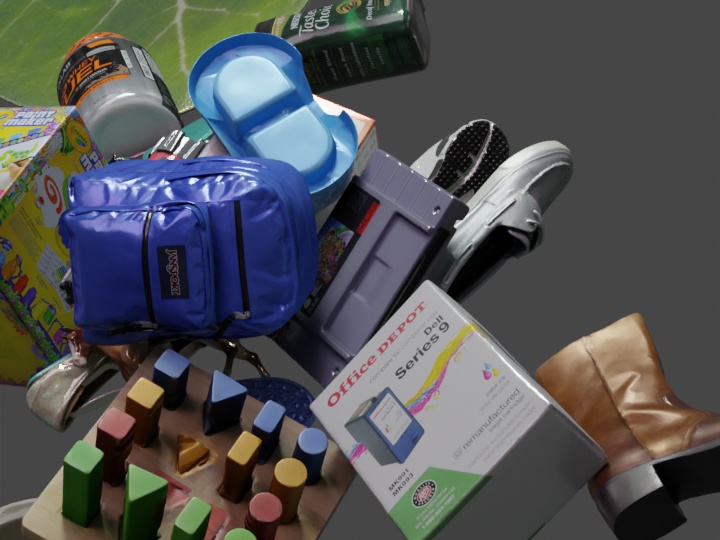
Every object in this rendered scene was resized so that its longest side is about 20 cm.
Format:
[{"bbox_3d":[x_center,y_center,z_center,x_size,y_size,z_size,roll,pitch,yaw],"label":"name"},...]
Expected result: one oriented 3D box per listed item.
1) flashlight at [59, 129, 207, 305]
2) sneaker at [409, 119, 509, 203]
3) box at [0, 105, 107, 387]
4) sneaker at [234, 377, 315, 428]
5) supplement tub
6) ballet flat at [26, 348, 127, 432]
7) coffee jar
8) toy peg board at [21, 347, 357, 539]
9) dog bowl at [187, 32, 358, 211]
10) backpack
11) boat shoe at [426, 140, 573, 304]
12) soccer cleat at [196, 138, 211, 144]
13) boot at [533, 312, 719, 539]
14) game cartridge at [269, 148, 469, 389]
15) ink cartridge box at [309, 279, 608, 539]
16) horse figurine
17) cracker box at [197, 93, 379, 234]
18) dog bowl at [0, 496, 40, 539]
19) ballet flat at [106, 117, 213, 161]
[{"bbox_3d":[-0.211,-0.042,1.436,0.068,0.068,0.200,-13,40,53],"label":"flashlight"},{"bbox_3d":[0.058,-0.059,1.428,0.200,0.074,0.080,-43,12,-15],"label":"sneaker"},{"bbox_3d":[-0.325,-0.023,1.472,0.121,0.200,0.193,3,44,32],"label":"box"},{"bbox_3d":[-0.133,0.151,1.270,0.199,0.078,0.070,-17,64,-26],"label":"sneaker"},{"bbox_3d":[-0.274,-0.185,1.701,0.122,0.123,0.200,-27,37,-3],"label":"supplement tub"},{"bbox_3d":[-0.223,0.080,1.423,0.200,0.068,0.062,-40,69,-13],"label":"ballet flat"},{"bbox_3d":[-0.026,-0.249,1.671,0.199,0.086,0.105,-13,39,15],"label":"coffee jar"},{"bbox_3d":[-0.121,0.153,1.154,0.199,0.098,0.199,28,51,8],"label":"toy peg board"},{"bbox_3d":[-0.079,-0.133,1.392,0.111,0.050,0.200,-31,62,-12],"label":"dog bowl"},{"bbox_3d":[-0.140,-0.009,1.271,0.199,0.163,0.168,-2,16,9],"label":"backpack"},{"bbox_3d":[0.129,-0.035,1.356,0.201,0.070,0.071,-40,50,-13],"label":"boat shoe"},{"bbox_3d":[-0.179,-0.040,1.528,0.070,0.086,0.201,24,64,5],"label":"soccer cleat"},{"bbox_3d":[0.242,0.100,1.142,0.188,0.069,0.200,-33,31,9],"label":"boot"},{"bbox_3d":[0.000,0.000,1.331,0.130,0.038,0.201,36,96,44],"label":"game cartridge"},{"bbox_3d":[0.068,0.122,1.147,0.145,0.087,0.200,-46,35,3],"label":"ink cartridge box"},{"bbox_3d":[-0.161,0.074,1.365,0.199,0.050,0.133,-24,55,-3],"label":"horse figurine"},{"bbox_3d":[-0.088,-0.078,1.423,0.133,0.058,0.200,25,65,18],"label":"cracker box"},{"bbox_3d":[-0.267,0.279,1.187,0.199,0.074,0.201,-16,38,12],"label":"dog bowl"},{"bbox_3d":[-0.230,-0.096,1.610,0.199,0.071,0.069,-25,41,-10],"label":"ballet flat"}]
